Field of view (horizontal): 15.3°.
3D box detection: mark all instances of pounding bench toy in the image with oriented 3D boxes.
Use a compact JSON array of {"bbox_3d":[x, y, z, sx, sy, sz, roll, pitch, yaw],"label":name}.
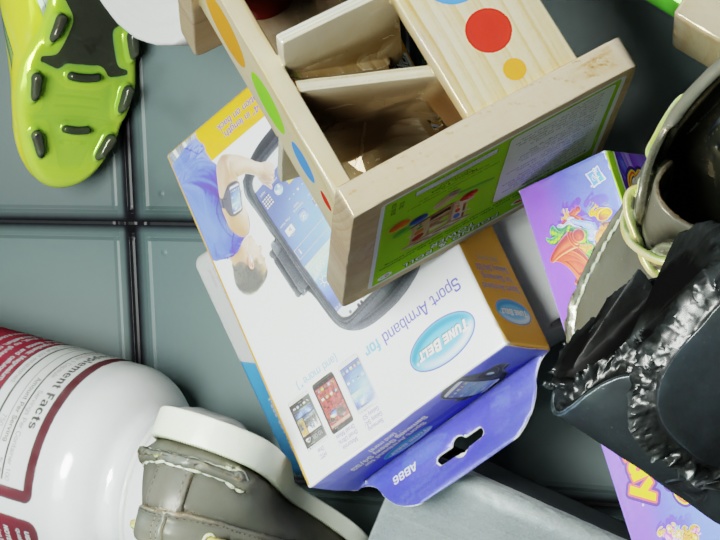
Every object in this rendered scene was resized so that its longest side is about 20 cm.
[{"bbox_3d":[0.041,-0.113,1.078,0.199,0.124,0.156,-28,77,-10],"label":"pounding bench toy"}]

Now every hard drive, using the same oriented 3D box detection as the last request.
[{"bbox_3d":[0.089,0.174,1.190,0.199,0.033,0.140,24,108,5],"label":"hard drive"}]

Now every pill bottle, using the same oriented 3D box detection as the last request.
[{"bbox_3d":[-0.154,0.092,1.322,0.199,0.113,0.114,14,103,30],"label":"pill bottle"}]

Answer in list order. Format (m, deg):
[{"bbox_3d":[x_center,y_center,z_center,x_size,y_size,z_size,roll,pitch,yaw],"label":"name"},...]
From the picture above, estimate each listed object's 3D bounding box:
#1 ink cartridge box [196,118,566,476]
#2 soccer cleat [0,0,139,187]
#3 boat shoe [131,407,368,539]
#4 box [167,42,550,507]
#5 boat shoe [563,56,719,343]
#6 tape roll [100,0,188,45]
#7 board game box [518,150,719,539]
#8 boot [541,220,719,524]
[{"bbox_3d":[0.034,-0.003,1.218,0.200,0.067,0.116,-31,79,31],"label":"ink cartridge box"},{"bbox_3d":[-0.154,-0.143,1.332,0.084,0.064,0.201,16,112,60],"label":"soccer cleat"},{"bbox_3d":[-0.049,0.122,1.207,0.072,0.202,0.061,13,73,24],"label":"boat shoe"},{"bbox_3d":[0.000,0.000,1.164,0.119,0.041,0.201,-38,62,27],"label":"box"},{"bbox_3d":[0.129,-0.029,0.977,0.202,0.060,0.072,-51,55,37],"label":"boat shoe"},{"bbox_3d":[-0.062,-0.202,1.204,0.202,0.070,0.204,12,104,58],"label":"tape roll"},{"bbox_3d":[0.146,0.054,1.102,0.045,0.134,0.201,-25,76,32],"label":"board game box"},{"bbox_3d":[0.180,0.047,0.922,0.168,0.077,0.200,42,133,-20],"label":"boot"}]
